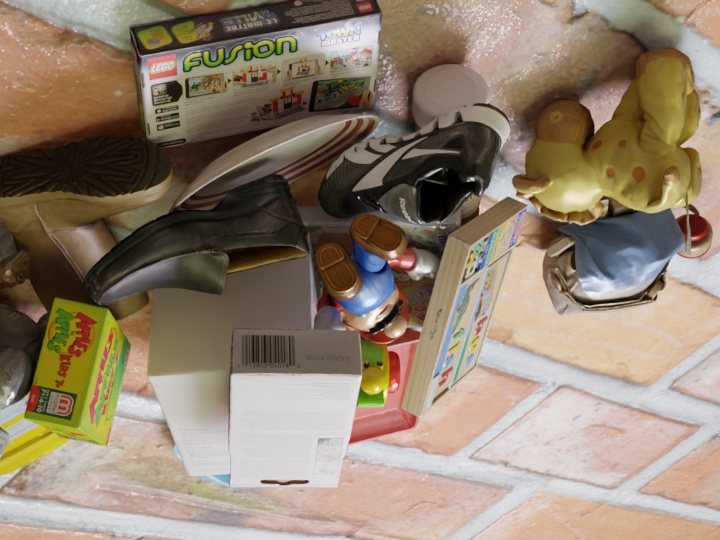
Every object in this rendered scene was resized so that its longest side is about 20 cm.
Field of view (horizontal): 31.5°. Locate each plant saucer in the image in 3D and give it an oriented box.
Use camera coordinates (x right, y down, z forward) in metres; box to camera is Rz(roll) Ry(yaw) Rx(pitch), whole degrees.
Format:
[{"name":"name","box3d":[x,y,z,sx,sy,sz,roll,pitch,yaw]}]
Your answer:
[{"name":"plant saucer","box3d":[-0.021,0.142,1.488,0.200,0.037,0.200,-12,144,-15]}]

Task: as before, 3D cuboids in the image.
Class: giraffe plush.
[{"name":"giraffe plush","box3d":[0.232,-0.108,1.211,0.162,0.200,0.173,-1,155,22]}]

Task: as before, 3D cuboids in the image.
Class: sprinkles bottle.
[{"name":"sprinkles bottle","box3d":[0.083,-0.101,1.195,0.068,0.068,0.200,-16,145,-9]}]

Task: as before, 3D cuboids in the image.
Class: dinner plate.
[{"name":"dinner plate","box3d":[-0.077,-0.094,1.096,0.200,0.024,0.200,-24,176,-2]}]

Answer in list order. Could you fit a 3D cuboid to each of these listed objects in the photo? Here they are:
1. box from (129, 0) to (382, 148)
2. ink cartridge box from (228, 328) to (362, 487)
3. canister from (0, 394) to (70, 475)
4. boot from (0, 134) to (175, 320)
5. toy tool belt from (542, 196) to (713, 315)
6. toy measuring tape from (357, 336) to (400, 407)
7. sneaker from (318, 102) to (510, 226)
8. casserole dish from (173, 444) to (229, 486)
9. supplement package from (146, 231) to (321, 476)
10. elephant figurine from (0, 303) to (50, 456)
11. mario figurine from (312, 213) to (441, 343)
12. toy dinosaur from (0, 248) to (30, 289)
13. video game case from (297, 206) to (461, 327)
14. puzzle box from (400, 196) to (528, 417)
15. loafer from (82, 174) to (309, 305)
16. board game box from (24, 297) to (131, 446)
[{"name":"box","box3d":[-0.083,-0.165,1.048,0.200,0.035,0.110,-12,144,-14]},{"name":"ink cartridge box","box3d":[-0.063,0.126,1.128,0.109,0.050,0.200,1,143,-6]},{"name":"canister","box3d":[-0.361,0.103,1.210,0.148,0.087,0.200,-29,143,7]},{"name":"boot","box3d":[-0.223,-0.029,1.115,0.175,0.066,0.200,-1,145,10]},{"name":"toy tool belt","box3d":[0.289,-0.030,1.356,0.200,0.125,0.123,-20,153,-4]},{"name":"toy measuring tape","box3d":[-0.001,0.100,1.284,0.073,0.074,0.200,-16,179,-9]},{"name":"sneaker","box3d":[0.037,-0.074,1.104,0.200,0.091,0.066,-19,135,35]},{"name":"casserole dish","box3d":[-0.122,0.190,1.444,0.200,0.039,0.121,-28,128,36]},{"name":"supplement package","box3d":[-0.110,0.085,1.238,0.151,0.151,0.200,-4,144,2]},{"name":"elephant figurine","box3d":[-0.360,0.115,1.057,0.155,0.142,0.200,29,107,-25]},{"name":"mario figurine","box3d":[0.017,0.023,1.159,0.123,0.106,0.200,-7,163,2]},{"name":"toy dinosaur","box3d":[-0.381,0.005,1.076,0.200,0.060,0.106,-8,124,13]},{"name":"video game case","box3d":[0.000,0.000,1.264,0.200,0.023,0.182,0,144,5]},{"name":"puzzle box","box3d":[0.103,0.035,1.257,0.133,0.025,0.200,-34,144,-53]},{"name":"loafer","box3d":[-0.133,-0.012,1.066,0.200,0.072,0.073,-26,167,-21]},{"name":"board game box","box3d":[-0.245,0.095,1.126,0.048,0.102,0.200,12,167,-2]}]
